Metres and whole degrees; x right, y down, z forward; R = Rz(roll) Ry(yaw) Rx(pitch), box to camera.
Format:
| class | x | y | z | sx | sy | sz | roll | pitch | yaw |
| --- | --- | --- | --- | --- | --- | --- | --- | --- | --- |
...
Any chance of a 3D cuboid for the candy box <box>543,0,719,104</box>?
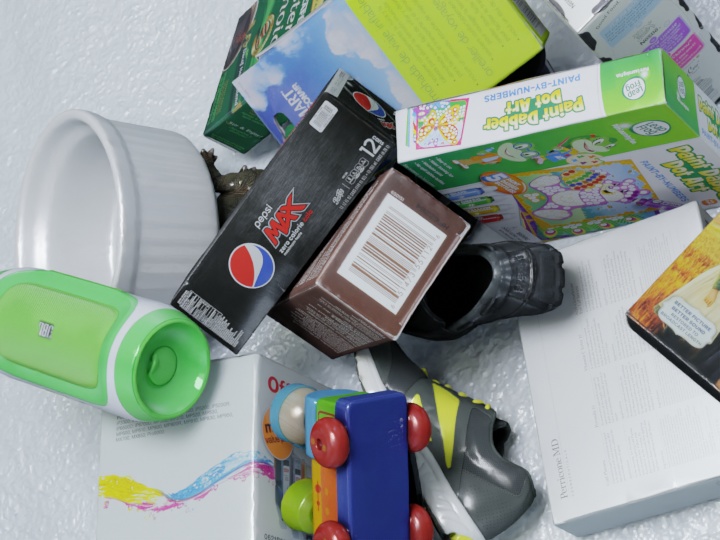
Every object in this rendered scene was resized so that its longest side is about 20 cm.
| class | x | y | z | sx | sy | sz | roll | pitch | yaw |
| --- | --- | --- | --- | --- | --- | --- | --- | --- | --- |
| candy box | 0.170 | -0.204 | 1.435 | 0.072 | 0.200 | 0.168 | -43 | 57 | 10 |

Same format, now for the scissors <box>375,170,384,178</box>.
| class | x | y | z | sx | sy | sz | roll | pitch | yaw |
| --- | --- | --- | --- | --- | --- | --- | --- | --- | --- |
| scissors | -0.007 | -0.128 | 1.626 | 0.200 | 0.014 | 0.073 | 37 | 95 | 35 |

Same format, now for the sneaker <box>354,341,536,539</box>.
| class | x | y | z | sx | sy | sz | roll | pitch | yaw |
| --- | --- | --- | --- | --- | --- | --- | --- | --- | --- |
| sneaker | 0.062 | 0.117 | 1.470 | 0.084 | 0.075 | 0.201 | -27 | 58 | -3 |

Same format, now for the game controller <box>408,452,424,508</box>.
| class | x | y | z | sx | sy | sz | roll | pitch | yaw |
| --- | --- | --- | --- | --- | --- | --- | --- | --- | --- |
| game controller | 0.014 | 0.196 | 1.428 | 0.104 | 0.042 | 0.202 | -10 | 90 | 61 |

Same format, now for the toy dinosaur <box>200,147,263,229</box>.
| class | x | y | z | sx | sy | sz | roll | pitch | yaw |
| --- | --- | --- | --- | --- | --- | --- | --- | --- | --- |
| toy dinosaur | -0.105 | -0.032 | 1.609 | 0.200 | 0.077 | 0.102 | -47 | 44 | 3 |

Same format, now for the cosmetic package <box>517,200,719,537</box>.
| class | x | y | z | sx | sy | sz | roll | pitch | yaw |
| --- | --- | --- | --- | --- | --- | --- | --- | --- | --- |
| cosmetic package | 0.194 | 0.070 | 1.412 | 0.150 | 0.052 | 0.201 | -18 | 64 | 22 |

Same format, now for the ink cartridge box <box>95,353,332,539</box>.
| class | x | y | z | sx | sy | sz | roll | pitch | yaw |
| --- | --- | --- | --- | --- | --- | --- | --- | --- | --- |
| ink cartridge box | -0.099 | 0.180 | 1.485 | 0.144 | 0.145 | 0.202 | -11 | 68 | 27 |

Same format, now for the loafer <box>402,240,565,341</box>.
| class | x | y | z | sx | sy | sz | roll | pitch | yaw |
| --- | --- | --- | --- | --- | --- | --- | --- | --- | --- |
| loafer | 0.068 | 0.012 | 1.455 | 0.200 | 0.070 | 0.069 | -14 | 73 | 58 |

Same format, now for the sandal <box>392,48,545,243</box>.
| class | x | y | z | sx | sy | sz | roll | pitch | yaw |
| --- | --- | --- | --- | --- | --- | --- | --- | --- | --- |
| sandal | 0.070 | -0.098 | 1.514 | 0.076 | 0.043 | 0.201 | 27 | 107 | 15 |

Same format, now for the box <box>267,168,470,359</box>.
| class | x | y | z | sx | sy | sz | roll | pitch | yaw |
| --- | --- | --- | --- | --- | --- | --- | --- | --- | --- |
| box | 0.000 | 0.000 | 1.439 | 0.075 | 0.200 | 0.100 | 36 | 78 | -9 |

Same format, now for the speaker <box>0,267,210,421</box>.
| class | x | y | z | sx | sy | sz | roll | pitch | yaw |
| --- | --- | --- | --- | --- | --- | --- | --- | --- | --- |
| speaker | -0.200 | 0.052 | 1.460 | 0.199 | 0.088 | 0.089 | 13 | 79 | 43 |

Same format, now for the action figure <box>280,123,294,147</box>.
| class | x | y | z | sx | sy | sz | roll | pitch | yaw |
| --- | --- | --- | --- | --- | --- | --- | --- | --- | --- |
| action figure | 0.020 | -0.135 | 1.515 | 0.200 | 0.055 | 0.119 | -36 | 31 | 30 |

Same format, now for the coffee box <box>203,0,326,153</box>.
| class | x | y | z | sx | sy | sz | roll | pitch | yaw |
| --- | --- | --- | --- | --- | --- | --- | --- | --- | --- |
| coffee box | -0.053 | -0.182 | 1.581 | 0.200 | 0.044 | 0.124 | -30 | 41 | 57 |

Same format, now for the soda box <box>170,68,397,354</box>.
| class | x | y | z | sx | sy | sz | roll | pitch | yaw |
| --- | --- | --- | --- | --- | --- | --- | --- | --- | --- |
| soda box | -0.051 | -0.042 | 1.424 | 0.063 | 0.071 | 0.200 | 36 | 111 | -5 |

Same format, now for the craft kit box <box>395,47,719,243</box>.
| class | x | y | z | sx | sy | sz | roll | pitch | yaw |
| --- | --- | --- | --- | --- | --- | --- | --- | --- | --- |
| craft kit box | 0.155 | -0.080 | 1.400 | 0.196 | 0.200 | 0.049 | -14 | 67 | 26 |

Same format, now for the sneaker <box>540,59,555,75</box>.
| class | x | y | z | sx | sy | sz | roll | pitch | yaw |
| --- | --- | --- | --- | --- | --- | --- | --- | --- | --- |
| sneaker | 0.066 | -0.175 | 1.560 | 0.200 | 0.079 | 0.079 | 35 | 90 | 33 |

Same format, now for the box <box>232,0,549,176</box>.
| class | x | y | z | sx | sy | sz | roll | pitch | yaw |
| --- | --- | --- | --- | --- | --- | --- | --- | --- | --- |
| box | 0.021 | -0.152 | 1.436 | 0.200 | 0.048 | 0.122 | -36 | 97 | 21 |

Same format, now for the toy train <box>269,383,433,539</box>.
| class | x | y | z | sx | sy | sz | roll | pitch | yaw |
| --- | --- | --- | --- | --- | --- | --- | --- | --- | --- |
| toy train | -0.014 | 0.178 | 1.382 | 0.115 | 0.084 | 0.202 | 11 | 105 | 55 |

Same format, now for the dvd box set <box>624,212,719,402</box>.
| class | x | y | z | sx | sy | sz | roll | pitch | yaw |
| --- | --- | --- | --- | --- | --- | --- | --- | --- | --- |
| dvd box set | 0.297 | 0.006 | 1.349 | 0.200 | 0.029 | 0.146 | -45 | 66 | -7 |

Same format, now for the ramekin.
| class | x | y | z | sx | sy | sz | roll | pitch | yaw |
| --- | --- | --- | --- | --- | --- | --- | --- | --- | --- |
| ramekin | -0.193 | -0.025 | 1.602 | 0.200 | 0.097 | 0.202 | -5 | 84 | 57 |
